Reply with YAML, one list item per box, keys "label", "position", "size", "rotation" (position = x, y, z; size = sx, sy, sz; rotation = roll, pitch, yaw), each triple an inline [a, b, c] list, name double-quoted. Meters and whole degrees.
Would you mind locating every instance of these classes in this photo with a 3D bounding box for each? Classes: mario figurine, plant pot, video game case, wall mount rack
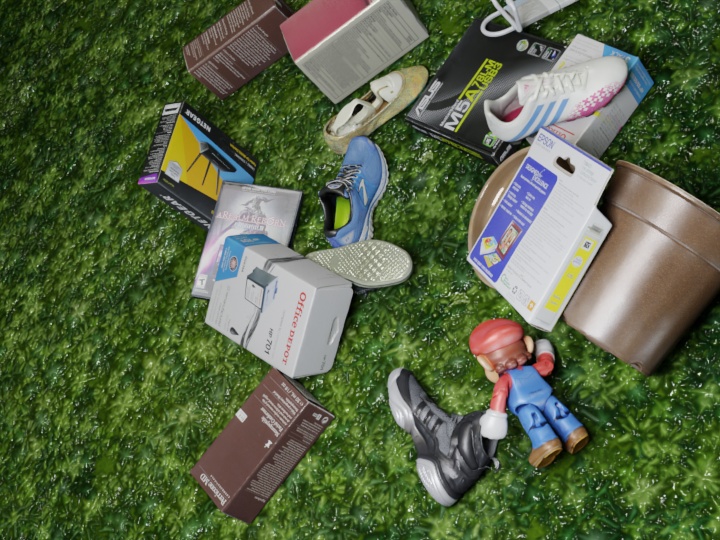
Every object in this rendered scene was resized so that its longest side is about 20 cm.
- label: "mario figurine"
  position: [0.201, 0.151, 1.398]
  size: [0.106, 0.123, 0.200]
  rotation: [-43, 60, 26]
- label: "plant pot"
  position: [0.242, -0.056, 1.467]
  size: [0.201, 0.092, 0.202]
  rotation: [-30, 49, 42]
- label: "video game case"
  position: [-0.180, -0.041, 1.782]
  size: [0.142, 0.019, 0.201]
  rotation: [9, 75, 17]
- label: "wall mount rack"
  position: [0.255, -0.442, 1.680]
  size: [0.199, 0.075, 0.174]
  rotation: [-27, 42, 1]
- label: "plant pot"
  position: [0.337, 0.005, 1.326]
  size: [0.200, 0.200, 0.199]
  rotation: [37, 96, 42]

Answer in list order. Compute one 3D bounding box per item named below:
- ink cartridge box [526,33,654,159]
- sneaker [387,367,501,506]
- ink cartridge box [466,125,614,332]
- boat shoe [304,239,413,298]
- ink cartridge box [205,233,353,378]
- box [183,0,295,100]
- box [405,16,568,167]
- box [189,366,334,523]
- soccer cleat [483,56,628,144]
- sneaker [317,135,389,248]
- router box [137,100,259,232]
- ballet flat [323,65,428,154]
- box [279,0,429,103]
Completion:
- label: "ink cartridge box"
  position: [0.298, -0.217, 1.550]
  size: [0.115, 0.068, 0.200]
  rotation: [34, 88, 42]
- label: "sneaker"
  position: [0.114, 0.197, 1.447]
  size: [0.114, 0.075, 0.201]
  rotation: [-32, 57, 15]
- label: "ink cartridge box"
  position: [0.225, -0.055, 1.349]
  size: [0.201, 0.047, 0.198]
  rotation: [-60, 25, 12]
- label: "boat shoe"
  position: [0.000, 0.000, 1.641]
  size: [0.199, 0.062, 0.075]
  rotation: [-5, 64, 38]
- label: "ink cartridge box"
  position: [-0.123, 0.049, 1.642]
  size: [0.200, 0.086, 0.147]
  rotation: [28, 110, 37]
- label: "box"
  position: [-0.208, -0.406, 1.982]
  size: [0.200, 0.100, 0.075]
  rotation: [-31, 51, 17]
- label: "box"
  position: [0.193, -0.270, 1.669]
  size: [0.193, 0.047, 0.200]
  rotation: [32, 85, 40]
- label: "box"
  position: [-0.142, 0.250, 1.598]
  size: [0.200, 0.075, 0.100]
  rotation: [-53, 48, 1]
- label: "soccer cleat"
  position: [0.258, -0.236, 1.484]
  size: [0.199, 0.086, 0.070]
  rotation: [-27, 53, 20]
- label: "sneaker"
  position: [-0.014, -0.123, 1.703]
  size: [0.078, 0.089, 0.201]
  rotation: [-7, 62, 31]
- label: "router box"
  position: [-0.262, -0.162, 1.826]
  size: [0.051, 0.200, 0.150]
  rotation: [0, 66, 37]
- label: "ballet flat"
  position: [0.021, -0.265, 1.775]
  size: [0.200, 0.071, 0.071]
  rotation: [-40, 49, 10]
- label: "box"
  position: [-0.011, -0.395, 1.828]
  size: [0.200, 0.128, 0.109]
  rotation: [-34, 49, 14]
